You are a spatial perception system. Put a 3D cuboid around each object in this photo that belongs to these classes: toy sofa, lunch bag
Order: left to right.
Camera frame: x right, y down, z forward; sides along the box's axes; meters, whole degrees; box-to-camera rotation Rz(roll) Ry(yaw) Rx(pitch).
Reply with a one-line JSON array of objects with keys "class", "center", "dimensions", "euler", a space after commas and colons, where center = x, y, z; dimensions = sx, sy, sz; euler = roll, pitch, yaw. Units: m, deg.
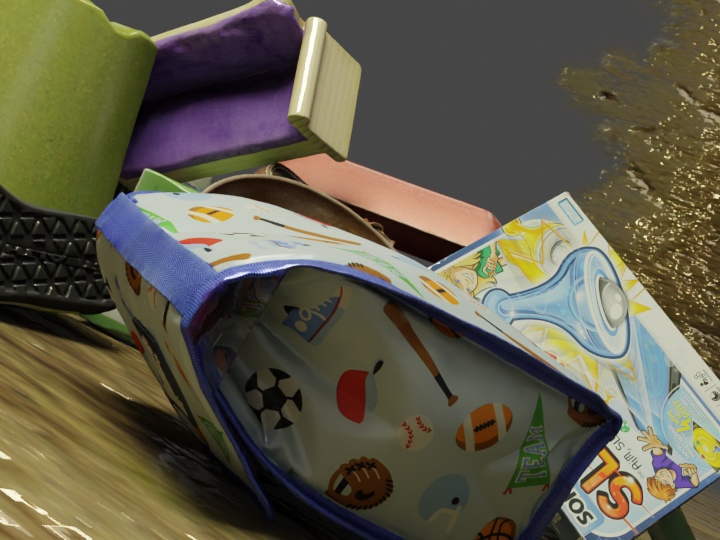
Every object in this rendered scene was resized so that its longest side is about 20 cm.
[{"class": "toy sofa", "center": [-0.107, -0.118, 0.819], "dimensions": [0.200, 0.083, 0.098], "euler": [-8, -29, 33]}, {"class": "lunch bag", "center": [-0.019, 0.040, 0.512], "dimensions": [0.200, 0.124, 0.170], "euler": [33, -1, -29]}]

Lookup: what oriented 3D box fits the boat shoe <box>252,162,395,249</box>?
[{"class": "boat shoe", "center": [0.000, 0.000, 0.798], "dimensions": [0.200, 0.070, 0.070], "euler": [49, 30, -8]}]

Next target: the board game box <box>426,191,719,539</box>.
[{"class": "board game box", "center": [0.130, 0.062, 0.699], "dimensions": [0.200, 0.135, 0.034], "euler": [54, -21, 19]}]

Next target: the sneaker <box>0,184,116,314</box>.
[{"class": "sneaker", "center": [-0.212, -0.012, 0.625], "dimensions": [0.083, 0.072, 0.200], "euler": [1, -16, 35]}]

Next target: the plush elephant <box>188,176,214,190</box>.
[{"class": "plush elephant", "center": [-0.243, -0.079, 1.187], "dimensions": [0.164, 0.201, 0.155], "euler": [10, 14, 35]}]

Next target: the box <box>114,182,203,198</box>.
[{"class": "box", "center": [-0.191, -0.037, 0.973], "dimensions": [0.200, 0.107, 0.148], "euler": [26, 0, -7]}]

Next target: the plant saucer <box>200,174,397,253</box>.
[{"class": "plant saucer", "center": [-0.032, 0.032, 0.691], "dimensions": [0.200, 0.037, 0.201], "euler": [28, 39, -25]}]

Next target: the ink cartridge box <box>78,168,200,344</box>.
[{"class": "ink cartridge box", "center": [-0.124, -0.003, 0.811], "dimensions": [0.059, 0.104, 0.200], "euler": [26, 1, 5]}]

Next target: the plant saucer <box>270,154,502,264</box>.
[{"class": "plant saucer", "center": [0.044, -0.040, 0.938], "dimensions": [0.200, 0.037, 0.200], "euler": [22, -3, 20]}]

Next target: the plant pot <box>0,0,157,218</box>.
[{"class": "plant pot", "center": [-0.231, -0.098, 0.767], "dimensions": [0.200, 0.185, 0.200], "euler": [25, 0, 0]}]

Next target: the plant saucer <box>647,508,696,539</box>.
[{"class": "plant saucer", "center": [0.194, 0.138, 0.796], "dimensions": [0.200, 0.027, 0.200], "euler": [61, 8, -15]}]
